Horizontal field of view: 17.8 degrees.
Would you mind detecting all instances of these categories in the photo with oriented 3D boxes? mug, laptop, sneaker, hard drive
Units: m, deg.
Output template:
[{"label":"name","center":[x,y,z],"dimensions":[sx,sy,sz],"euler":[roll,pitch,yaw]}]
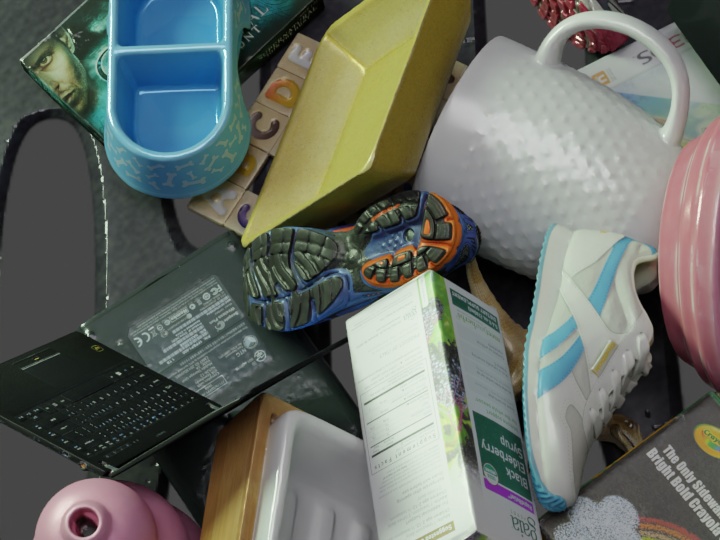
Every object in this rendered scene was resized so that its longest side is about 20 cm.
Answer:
[{"label":"mug","center":[0.154,-0.085,1.612],"dimensions":[0.175,0.148,0.201],"euler":[27,110,13]},{"label":"laptop","center":[-0.137,0.063,1.533],"dimensions":[0.199,0.177,0.104],"euler":[26,109,16]},{"label":"sneaker","center":[0.148,0.061,1.495],"dimensions":[0.080,0.077,0.201],"euler":[6,64,9]},{"label":"hard drive","center":[-0.095,0.086,1.644],"dimensions":[0.139,0.033,0.200],"euler":[-32,67,-8]},{"label":"sneaker","center":[0.000,0.000,1.594],"dimensions":[0.199,0.078,0.076],"euler":[-13,76,35]},{"label":"sneaker","center":[0.150,-0.252,1.737],"dimensions":[0.074,0.081,0.200],"euler":[-26,66,-8]}]

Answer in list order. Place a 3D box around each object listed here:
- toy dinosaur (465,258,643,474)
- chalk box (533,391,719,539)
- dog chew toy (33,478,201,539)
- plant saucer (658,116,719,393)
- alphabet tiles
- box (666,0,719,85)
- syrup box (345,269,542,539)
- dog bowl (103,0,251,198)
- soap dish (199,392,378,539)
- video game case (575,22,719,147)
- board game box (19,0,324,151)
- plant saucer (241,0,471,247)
[{"label":"toy dinosaur","center":[0.111,0.075,1.609],"dimensions":[0.101,0.058,0.200],"euler":[-43,94,-11]},{"label":"chalk box","center":[0.229,0.174,1.526],"dimensions":[0.200,0.124,0.125],"euler":[-34,67,-10]},{"label":"dog chew toy","center":[-0.161,0.195,1.513],"dimensions":[0.124,0.200,0.125],"euler":[-2,67,5]},{"label":"plant saucer","center":[0.248,-0.012,1.557],"dimensions":[0.051,0.201,0.201],"euler":[3,66,26]},{"label":"alphabet tiles","center":[-0.009,-0.093,1.723],"dimensions":[0.167,0.008,0.200],"euler":[26,72,17]},{"label":"box","center":[0.346,-0.192,1.670],"dimensions":[0.199,0.079,0.141],"euler":[-23,63,-20]},{"label":"syrup box","center":[0.054,0.111,1.502],"dimensions":[0.081,0.079,0.201],"euler":[-31,50,28]},{"label":"dog bowl","center":[-0.139,-0.155,1.711],"dimensions":[0.111,0.050,0.201],"euler":[-2,68,3]},{"label":"soap dish","center":[-0.024,0.188,1.515],"dimensions":[0.081,0.200,0.158],"euler":[-10,62,38]},{"label":"video game case","center":[0.282,-0.105,1.692],"dimensions":[0.182,0.022,0.201],"euler":[-27,67,-5]},{"label":"board game box","center":[-0.144,-0.182,1.765],"dimensions":[0.135,0.028,0.200],"euler":[41,77,19]},{"label":"plant saucer","center":[0.007,-0.115,1.640],"dimensions":[0.048,0.200,0.201],"euler":[29,63,-19]}]
